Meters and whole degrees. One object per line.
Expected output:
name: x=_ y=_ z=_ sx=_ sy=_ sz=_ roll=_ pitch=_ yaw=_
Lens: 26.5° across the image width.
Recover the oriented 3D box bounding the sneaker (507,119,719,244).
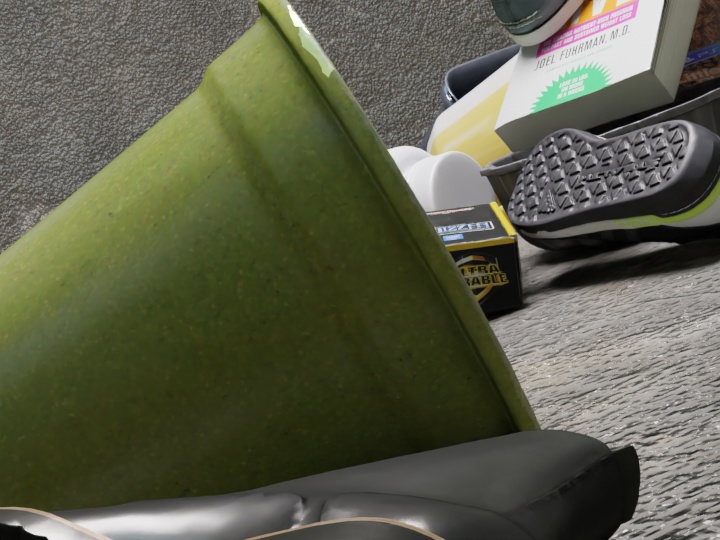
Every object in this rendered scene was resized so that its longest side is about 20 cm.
sneaker: x=0.165 y=-0.038 z=0.921 sx=0.200 sy=0.082 sz=0.072 roll=5 pitch=68 yaw=63

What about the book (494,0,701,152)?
book: x=0.178 y=-0.181 z=1.108 sx=0.133 sy=0.048 sz=0.201 roll=-17 pitch=40 yaw=39

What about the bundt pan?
bundt pan: x=0.189 y=-0.071 z=1.078 sx=0.200 sy=0.076 sz=0.202 roll=-20 pitch=6 yaw=2

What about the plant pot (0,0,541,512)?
plant pot: x=-0.059 y=0.027 z=0.592 sx=0.183 sy=0.201 sz=0.200 roll=-32 pitch=6 yaw=-1

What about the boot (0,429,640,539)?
boot: x=-0.027 y=0.088 z=0.437 sx=0.198 sy=0.078 sz=0.138 roll=-1 pitch=11 yaw=31

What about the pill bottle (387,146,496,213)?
pill bottle: x=0.005 y=-0.029 z=1.168 sx=0.199 sy=0.110 sz=0.109 roll=-16 pitch=7 yaw=42

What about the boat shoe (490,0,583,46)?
boat shoe: x=0.161 y=-0.258 z=1.116 sx=0.201 sy=0.062 sz=0.073 roll=-53 pitch=30 yaw=-9

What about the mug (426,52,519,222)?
mug: x=0.137 y=-0.116 z=1.404 sx=0.152 sy=0.151 sz=0.186 roll=-26 pitch=-4 yaw=29

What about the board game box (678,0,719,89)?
board game box: x=0.304 y=-0.215 z=1.230 sx=0.096 sy=0.161 sz=0.199 roll=-16 pitch=-23 yaw=31

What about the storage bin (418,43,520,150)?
storage bin: x=0.159 y=-0.139 z=1.653 sx=0.199 sy=0.146 sz=0.135 roll=-26 pitch=-19 yaw=-41

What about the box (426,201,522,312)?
box: x=0.000 y=0.000 z=0.996 sx=0.198 sy=0.050 sz=0.160 roll=-8 pitch=12 yaw=2
